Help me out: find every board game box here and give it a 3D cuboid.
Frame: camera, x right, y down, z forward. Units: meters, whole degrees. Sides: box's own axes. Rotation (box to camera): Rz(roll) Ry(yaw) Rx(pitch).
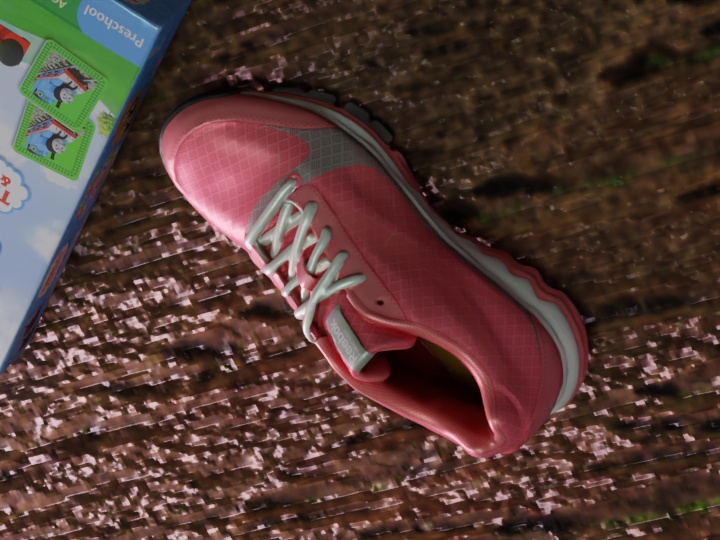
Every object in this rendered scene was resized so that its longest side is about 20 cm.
[{"bbox_3d":[-0.176,-0.070,1.164,0.151,0.037,0.200,31,126,3],"label":"board game box"}]

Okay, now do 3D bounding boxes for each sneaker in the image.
[{"bbox_3d":[0.000,0.000,1.099,0.200,0.087,0.074,35,124,1],"label":"sneaker"}]
